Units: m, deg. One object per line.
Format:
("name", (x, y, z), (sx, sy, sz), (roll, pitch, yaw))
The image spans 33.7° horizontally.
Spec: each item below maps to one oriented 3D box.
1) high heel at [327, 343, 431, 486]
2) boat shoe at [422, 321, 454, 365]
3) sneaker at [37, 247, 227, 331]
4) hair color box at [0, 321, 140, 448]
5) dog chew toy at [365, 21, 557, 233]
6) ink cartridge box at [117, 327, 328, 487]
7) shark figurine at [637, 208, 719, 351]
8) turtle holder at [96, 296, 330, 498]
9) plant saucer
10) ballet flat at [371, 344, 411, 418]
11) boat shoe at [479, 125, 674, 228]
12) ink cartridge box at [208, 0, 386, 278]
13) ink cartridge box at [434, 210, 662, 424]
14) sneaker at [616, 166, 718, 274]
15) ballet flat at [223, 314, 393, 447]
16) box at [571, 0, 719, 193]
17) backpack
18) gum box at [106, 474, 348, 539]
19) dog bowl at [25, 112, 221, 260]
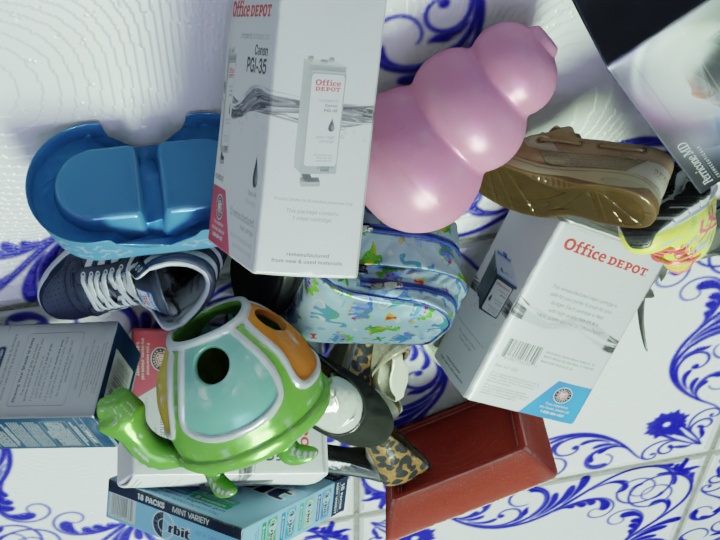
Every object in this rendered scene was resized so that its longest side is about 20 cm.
("high heel", (0.027, 0.137, 1.230), (0.140, 0.072, 0.202), (8, 123, -15))
("boat shoe", (0.135, 0.075, 1.267), (0.199, 0.061, 0.072), (22, 117, -34))
("sneaker", (-0.206, 0.013, 1.041), (0.197, 0.109, 0.071), (-21, 120, 13))
("hair color box", (-0.311, 0.107, 1.096), (0.196, 0.101, 0.061), (-2, 144, 15))
("dog chew toy", (0.080, -0.125, 0.986), (0.200, 0.125, 0.124), (-41, 134, 16))
("ink cartridge box", (-0.136, 0.137, 1.179), (0.197, 0.148, 0.085), (3, 163, -22))
("shark figurine", (0.358, -0.011, 1.222), (0.213, 0.090, 0.128), (-33, 135, 17))
("turtle holder", (-0.122, 0.102, 1.035), (0.183, 0.141, 0.133), (-11, 116, 30))
("plant saucer", (0.111, 0.202, 1.330), (0.197, 0.200, 0.037), (-23, 109, 9))
("ballet flat", (0.019, 0.131, 1.285), (0.067, 0.062, 0.202), (-29, 146, -26))
("boat shoe", (0.176, -0.089, 1.046), (0.198, 0.065, 0.072), (15, 153, 30))
("ink cartridge box", (-0.050, -0.108, 0.875), (0.081, 0.146, 0.204), (3, 100, -21))
("ink cartridge box", (0.186, 0.037, 1.176), (0.145, 0.086, 0.202), (16, 109, -31))
("sneaker", (0.289, -0.036, 1.090), (0.077, 0.199, 0.092), (5, 107, 32))
("ballet flat", (-0.054, 0.108, 1.132), (0.199, 0.068, 0.068), (37, 99, -3))
("box", (0.305, -0.199, 0.964), (0.197, 0.125, 0.199), (-32, 137, 21))
("backpack", (0.000, 0.000, 1.090), (0.197, 0.156, 0.163), (-9, 158, -28))
("gum box", (-0.134, 0.233, 1.233), (0.199, 0.168, 0.045), (-13, 112, -60))
("dog bowl", (-0.173, -0.066, 0.983), (0.196, 0.113, 0.050), (-7, 154, -10))
